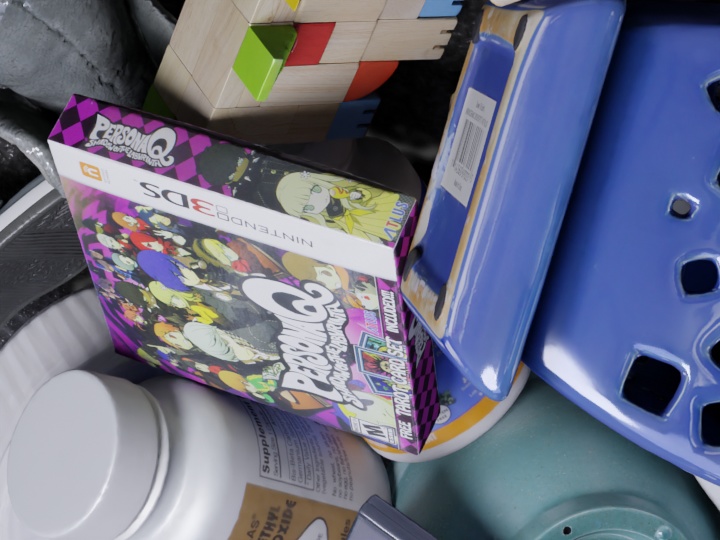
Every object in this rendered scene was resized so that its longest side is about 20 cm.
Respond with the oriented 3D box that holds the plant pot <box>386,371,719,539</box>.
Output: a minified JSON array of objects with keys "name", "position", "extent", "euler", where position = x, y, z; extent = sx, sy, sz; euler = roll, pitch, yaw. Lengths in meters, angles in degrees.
[{"name":"plant pot","position":[0.116,0.164,1.357],"extent":[0.199,0.134,0.201],"euler":[-3,105,-11]}]

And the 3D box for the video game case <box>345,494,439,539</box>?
[{"name":"video game case","position":[0.036,0.217,1.324],"extent":[0.143,0.019,0.200],"euler":[35,140,10]}]

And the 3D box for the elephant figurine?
[{"name":"elephant figurine","position":[-0.135,-0.104,1.257],"extent":[0.141,0.155,0.200],"euler":[-28,115,35]}]

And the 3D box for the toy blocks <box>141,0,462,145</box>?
[{"name":"toy blocks","position":[-0.009,-0.135,1.181],"extent":[0.136,0.100,0.201],"euler":[-6,135,-37]}]

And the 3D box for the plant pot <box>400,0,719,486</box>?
[{"name":"plant pot","position":[0.126,-0.026,1.067],"extent":[0.179,0.200,0.201],"euler":[15,97,-8]}]

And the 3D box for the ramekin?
[{"name":"ramekin","position":[-0.136,0.095,1.435],"extent":[0.202,0.094,0.203],"euler":[-19,134,-21]}]

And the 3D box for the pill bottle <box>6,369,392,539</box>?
[{"name":"pill bottle","position":[-0.087,0.118,1.333],"extent":[0.114,0.115,0.200],"euler":[-21,152,38]}]

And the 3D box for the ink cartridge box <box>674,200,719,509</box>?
[{"name":"ink cartridge box","position":[0.228,0.044,1.283],"extent":[0.145,0.084,0.200],"euler":[-14,128,34]}]

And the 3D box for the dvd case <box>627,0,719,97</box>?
[{"name":"dvd case","position":[0.184,-0.122,1.181],"extent":[0.199,0.025,0.151],"euler":[-5,133,28]}]

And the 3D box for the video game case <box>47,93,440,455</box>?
[{"name":"video game case","position":[-0.052,0.005,1.218],"extent":[0.180,0.036,0.200],"euler":[18,151,16]}]

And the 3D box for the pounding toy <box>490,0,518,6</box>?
[{"name":"pounding toy","position":[0.075,-0.236,0.984],"extent":[0.142,0.185,0.200],"euler":[-16,127,35]}]

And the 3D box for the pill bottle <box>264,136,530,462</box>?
[{"name":"pill bottle","position":[0.000,0.000,1.323],"extent":[0.112,0.112,0.200],"euler":[-14,128,34]}]

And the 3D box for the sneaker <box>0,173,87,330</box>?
[{"name":"sneaker","position":[-0.222,-0.029,1.397],"extent":[0.200,0.121,0.083],"euler":[-41,150,24]}]

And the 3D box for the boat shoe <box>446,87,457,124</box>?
[{"name":"boat shoe","position":[0.070,-0.066,1.234],"extent":[0.074,0.069,0.200],"euler":[30,151,13]}]
